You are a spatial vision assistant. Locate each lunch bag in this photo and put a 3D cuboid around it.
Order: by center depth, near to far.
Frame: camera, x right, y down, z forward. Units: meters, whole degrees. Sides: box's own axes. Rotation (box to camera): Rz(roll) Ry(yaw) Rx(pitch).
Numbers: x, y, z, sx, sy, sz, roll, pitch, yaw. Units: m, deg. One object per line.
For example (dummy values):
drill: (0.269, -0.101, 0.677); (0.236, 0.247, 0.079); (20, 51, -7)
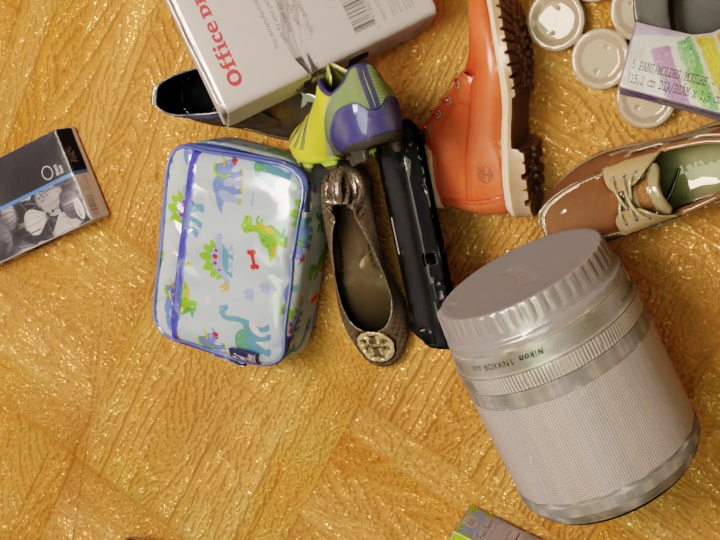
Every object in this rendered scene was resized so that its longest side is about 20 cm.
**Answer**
lunch bag: (-0.115, -0.018, 1.074); (0.159, 0.082, 0.203); (16, 106, 21)

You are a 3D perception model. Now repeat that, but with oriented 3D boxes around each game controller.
game controller: (0.049, -0.031, 0.998); (0.042, 0.104, 0.203); (-12, 97, -5)

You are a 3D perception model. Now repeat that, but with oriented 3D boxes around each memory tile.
memory tile: (0.242, -0.231, 0.920); (0.153, 0.017, 0.201); (41, 112, 9)

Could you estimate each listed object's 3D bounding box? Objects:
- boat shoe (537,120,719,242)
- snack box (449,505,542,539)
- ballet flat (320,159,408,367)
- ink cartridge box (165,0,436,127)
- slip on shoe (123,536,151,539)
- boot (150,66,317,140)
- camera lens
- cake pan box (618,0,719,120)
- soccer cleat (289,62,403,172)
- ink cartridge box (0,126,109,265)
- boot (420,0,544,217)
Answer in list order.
boat shoe: (0.235, -0.071, 0.924); (0.198, 0.074, 0.076); (-23, 92, 24)
snack box: (0.156, 0.339, 1.047); (0.198, 0.068, 0.171); (23, 109, 15)
ballet flat: (0.000, 0.000, 1.036); (0.066, 0.046, 0.203); (-3, 111, 18)
ink cartridge box: (-0.059, -0.230, 0.955); (0.198, 0.083, 0.147); (-26, 92, -7)
slip on shoe: (-0.166, 0.327, 1.173); (0.198, 0.076, 0.061); (15, 113, 26)
boot: (-0.089, -0.151, 1.025); (0.197, 0.097, 0.076); (3, 102, 21)
camera lens: (0.171, 0.089, 0.924); (0.159, 0.160, 0.202); (-22, 104, 24)
cake pan box: (0.304, -0.202, 0.854); (0.198, 0.052, 0.187); (17, 95, 12)
soccer cleat: (-0.016, -0.128, 0.941); (0.064, 0.200, 0.085); (-17, 97, -17)
ink cartridge box: (-0.361, -0.066, 1.184); (0.198, 0.039, 0.101); (-22, 93, 25)
boot: (0.094, -0.145, 0.969); (0.106, 0.075, 0.203); (2, 103, 26)
